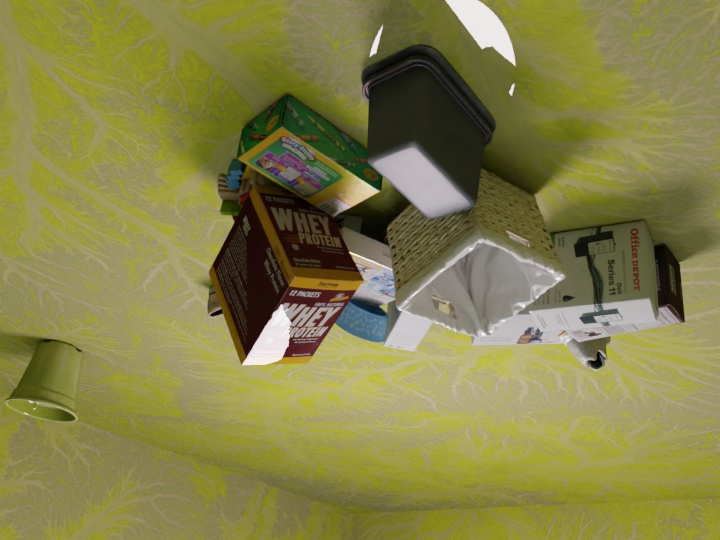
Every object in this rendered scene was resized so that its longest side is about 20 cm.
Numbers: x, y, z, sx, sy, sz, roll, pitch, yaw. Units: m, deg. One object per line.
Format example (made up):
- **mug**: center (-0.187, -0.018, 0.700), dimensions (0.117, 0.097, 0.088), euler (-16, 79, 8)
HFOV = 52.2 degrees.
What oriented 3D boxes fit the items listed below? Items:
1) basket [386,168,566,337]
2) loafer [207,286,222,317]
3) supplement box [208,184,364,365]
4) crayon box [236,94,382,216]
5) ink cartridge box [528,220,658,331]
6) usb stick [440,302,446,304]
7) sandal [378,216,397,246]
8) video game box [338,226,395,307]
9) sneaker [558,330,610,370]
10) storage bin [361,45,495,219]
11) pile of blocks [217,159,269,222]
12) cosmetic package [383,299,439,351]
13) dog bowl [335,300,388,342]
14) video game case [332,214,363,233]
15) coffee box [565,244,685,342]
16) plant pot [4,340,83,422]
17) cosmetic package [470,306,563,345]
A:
- **basket**: center (0.169, -0.028, 1.129), dimensions (0.195, 0.164, 0.200), euler (19, 134, -33)
- **loafer**: center (-0.248, 0.065, 1.585), dimensions (0.195, 0.064, 0.072), euler (-8, 149, 28)
- **supplement box**: center (-0.126, 0.010, 1.182), dimensions (0.130, 0.200, 0.202), euler (4, 134, -38)
- **crayon box**: center (-0.073, -0.167, 1.111), dimensions (0.198, 0.060, 0.117), euler (29, 145, -34)
- **ink cartridge box**: center (0.385, 0.012, 1.223), dimensions (0.195, 0.150, 0.083), euler (-8, 148, 27)
- **usb stick**: center (0.223, 0.027, 1.417), dimensions (0.055, 0.033, 0.198), euler (28, 146, -34)
- **sandal**: center (0.072, -0.062, 1.275), dimensions (0.079, 0.056, 0.201), euler (1, 161, -8)
- **video game box**: center (0.000, 0.000, 1.303), dimensions (0.196, 0.048, 0.181), euler (21, 156, -29)
- **sneaker**: center (0.464, 0.159, 1.476), dimensions (0.075, 0.093, 0.198), euler (-40, 153, 27)
- **storage bin**: center (0.080, -0.168, 0.985), dimensions (0.143, 0.138, 0.199), euler (-14, 144, 36)
- **pile of blocks**: center (-0.200, -0.126, 1.219), dimensions (0.080, 0.064, 0.201), euler (14, 151, -12)
- **cosmetic package**: center (0.101, 0.076, 1.469), dimensions (0.069, 0.104, 0.201), euler (10, 153, -5)
- **dog bowl**: center (-0.018, 0.074, 1.446), dimensions (0.109, 0.051, 0.199), euler (15, -167, -36)
- **video game case**: center (-0.084, -0.040, 1.364), dimensions (0.176, 0.047, 0.201), euler (8, 152, 4)
- **coffee box**: center (0.458, 0.044, 1.299), dimensions (0.197, 0.116, 0.079), euler (-18, 144, 39)
- **plant pot**: center (-0.874, 0.308, 2.081), dimensions (0.194, 0.189, 0.202), euler (7, 153, 3)
- **cosmetic package**: center (0.328, 0.099, 1.476), dimensions (0.194, 0.053, 0.152), euler (-1, 150, -1)
